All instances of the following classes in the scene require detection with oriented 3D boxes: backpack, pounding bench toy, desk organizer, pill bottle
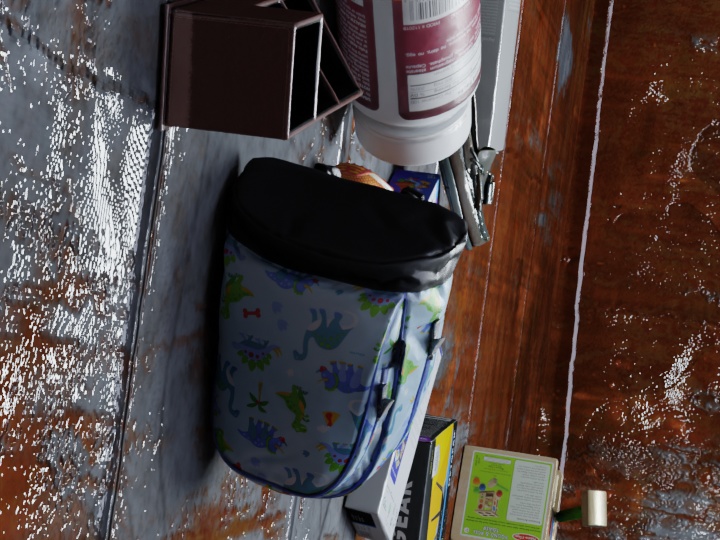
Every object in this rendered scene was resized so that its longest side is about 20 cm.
[{"bbox_3d":[-0.026,0.051,1.290,0.154,0.162,0.201,-58,161,-46],"label":"backpack"},{"bbox_3d":[0.234,0.318,2.592,0.156,0.198,0.126,51,47,-73],"label":"pounding bench toy"},{"bbox_3d":[-0.054,-0.130,1.178,0.200,0.076,0.073,-45,141,-72],"label":"desk organizer"},{"bbox_3d":[0.038,-0.186,1.507,0.201,0.113,0.115,86,16,-46],"label":"pill bottle"}]

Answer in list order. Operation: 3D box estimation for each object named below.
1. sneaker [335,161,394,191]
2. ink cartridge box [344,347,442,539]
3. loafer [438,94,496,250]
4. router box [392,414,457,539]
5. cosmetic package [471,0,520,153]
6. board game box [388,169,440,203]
[{"bbox_3d":[0.000,0.000,1.556,0.201,0.072,0.077,83,28,-43],"label":"sneaker"},{"bbox_3d":[0.033,0.150,1.861,0.100,0.039,0.202,71,34,-64],"label":"ink cartridge box"},{"bbox_3d":[0.100,-0.120,1.835,0.072,0.062,0.202,-90,165,-77],"label":"loafer"},{"bbox_3d":[0.054,0.261,2.029,0.149,0.050,0.202,-19,116,-76],"label":"router box"},{"bbox_3d":[0.107,-0.217,1.915,0.107,0.089,0.202,-16,115,-78],"label":"cosmetic package"},{"bbox_3d":[0.030,0.013,1.770,0.200,0.044,0.136,-64,158,-59],"label":"board game box"}]
